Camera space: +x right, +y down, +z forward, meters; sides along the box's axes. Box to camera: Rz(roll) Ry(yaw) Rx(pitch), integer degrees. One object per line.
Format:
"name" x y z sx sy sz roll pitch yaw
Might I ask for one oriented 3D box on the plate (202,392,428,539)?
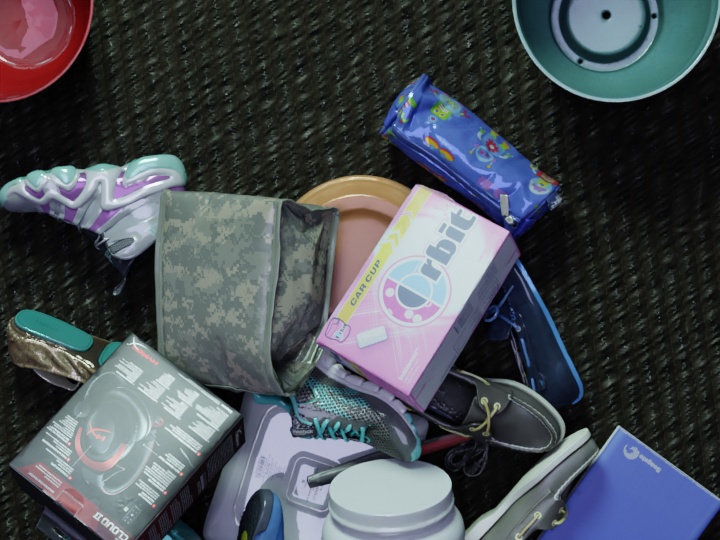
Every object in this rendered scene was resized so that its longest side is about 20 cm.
"plate" -0.049 0.223 1.514 0.199 0.032 0.201 18 92 4

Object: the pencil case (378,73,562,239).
"pencil case" 0.112 -0.113 1.473 0.200 0.087 0.078 39 126 3

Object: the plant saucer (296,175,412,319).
"plant saucer" 0.000 0.000 1.506 0.199 0.037 0.202 0 91 5

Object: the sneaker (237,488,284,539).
"sneaker" -0.092 0.313 1.486 0.078 0.066 0.201 6 113 -12

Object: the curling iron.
"curling iron" 0.042 0.200 1.482 0.199 0.026 0.050 -8 90 -15

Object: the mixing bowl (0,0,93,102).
"mixing bowl" -0.361 -0.268 1.492 0.199 0.108 0.202 0 90 5

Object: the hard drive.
"hard drive" 0.265 0.282 1.496 0.132 0.025 0.200 35 93 3

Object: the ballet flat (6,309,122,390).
"ballet flat" -0.282 0.104 1.522 0.199 0.071 0.066 23 119 6

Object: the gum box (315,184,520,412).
"gum box" 0.061 0.022 1.420 0.113 0.066 0.201 29 80 24

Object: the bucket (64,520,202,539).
"bucket" -0.240 0.344 1.477 0.206 0.135 0.209 0 91 5

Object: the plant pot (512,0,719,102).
"plant pot" 0.250 -0.262 1.436 0.199 0.134 0.202 0 90 5

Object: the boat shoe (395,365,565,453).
"boat shoe" 0.110 0.138 1.459 0.200 0.061 0.072 24 108 8

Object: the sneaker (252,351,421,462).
"sneaker" -0.029 0.146 1.460 0.199 0.078 0.091 32 59 25

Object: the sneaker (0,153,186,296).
"sneaker" -0.275 -0.041 1.504 0.199 0.078 0.141 -8 89 4

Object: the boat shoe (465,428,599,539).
"boat shoe" 0.176 0.246 1.479 0.060 0.072 0.202 45 100 6

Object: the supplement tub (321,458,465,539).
"supplement tub" 0.035 0.304 1.430 0.143 0.145 0.201 -2 109 4

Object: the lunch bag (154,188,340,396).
"lunch bag" -0.119 0.025 1.452 0.163 0.117 0.201 6 89 34

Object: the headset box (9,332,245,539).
"headset box" -0.231 0.185 1.399 0.148 0.075 0.200 34 66 15

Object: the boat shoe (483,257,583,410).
"boat shoe" 0.159 0.055 1.472 0.068 0.084 0.201 -27 87 2
